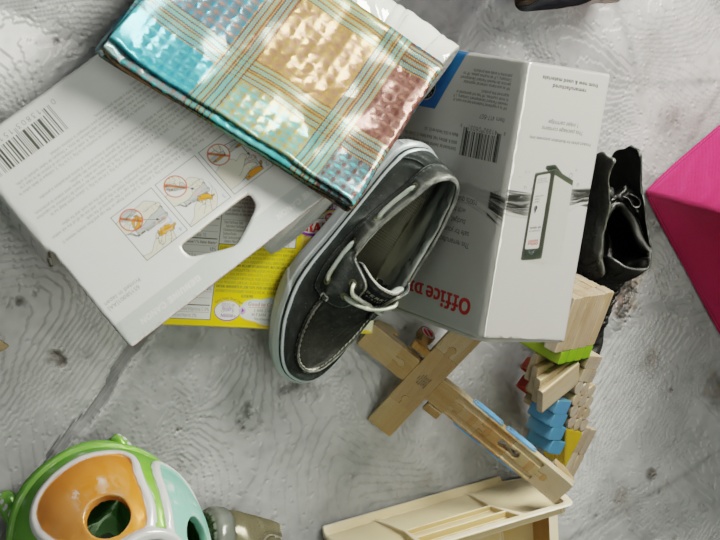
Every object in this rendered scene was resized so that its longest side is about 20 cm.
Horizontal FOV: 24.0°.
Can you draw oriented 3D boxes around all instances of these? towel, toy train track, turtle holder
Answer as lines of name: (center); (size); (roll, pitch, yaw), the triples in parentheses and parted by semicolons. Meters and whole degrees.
towel: (-0.057, -0.145, 1.141); (0.200, 0.022, 0.147); (33, 61, -2)
toy train track: (0.084, 0.105, 1.319); (0.200, 0.033, 0.115); (39, 116, -5)
turtle holder: (-0.167, 0.215, 1.177); (0.141, 0.132, 0.186); (-6, 103, -28)

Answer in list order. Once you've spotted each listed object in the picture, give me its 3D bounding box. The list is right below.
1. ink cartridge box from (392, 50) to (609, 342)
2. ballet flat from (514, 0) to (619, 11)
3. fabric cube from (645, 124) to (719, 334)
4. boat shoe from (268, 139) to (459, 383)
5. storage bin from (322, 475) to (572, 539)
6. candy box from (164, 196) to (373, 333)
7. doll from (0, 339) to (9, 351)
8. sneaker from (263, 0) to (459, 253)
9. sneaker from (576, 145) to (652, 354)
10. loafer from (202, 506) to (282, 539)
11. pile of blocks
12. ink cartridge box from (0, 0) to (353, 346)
ink cartridge box: (0.093, -0.058, 1.253); (0.084, 0.146, 0.200); (3, 100, -34)
ballet flat: (0.203, -0.253, 1.319); (0.200, 0.073, 0.073); (-47, 118, -15)
fabric cube: (0.399, -0.036, 1.396); (0.200, 0.199, 0.196); (-40, 115, -16)
boat shoe: (0.000, 0.000, 1.215); (0.072, 0.071, 0.200); (22, 103, -34)
storage bin: (0.080, 0.285, 1.349); (0.198, 0.094, 0.200); (-12, 106, -26)
candy box: (-0.076, -0.008, 1.240); (0.200, 0.026, 0.102); (4, 94, -29)
doll: (-0.312, 0.118, 1.125); (0.136, 0.048, 0.200); (38, 81, -28)
sneaker: (-0.036, -0.118, 1.212); (0.116, 0.074, 0.200); (40, 84, 2)
sneaker: (0.186, -0.003, 1.340); (0.060, 0.104, 0.200); (-12, 106, -27)
loafer: (-0.086, 0.274, 1.266); (0.070, 0.075, 0.200); (-1, 101, -24)
pile of blocks: (0.144, 0.084, 1.337); (0.082, 0.062, 0.200); (-32, 137, -36)
ink cartridge box: (-0.133, -0.068, 1.137); (0.200, 0.044, 0.174); (-39, 83, -17)
